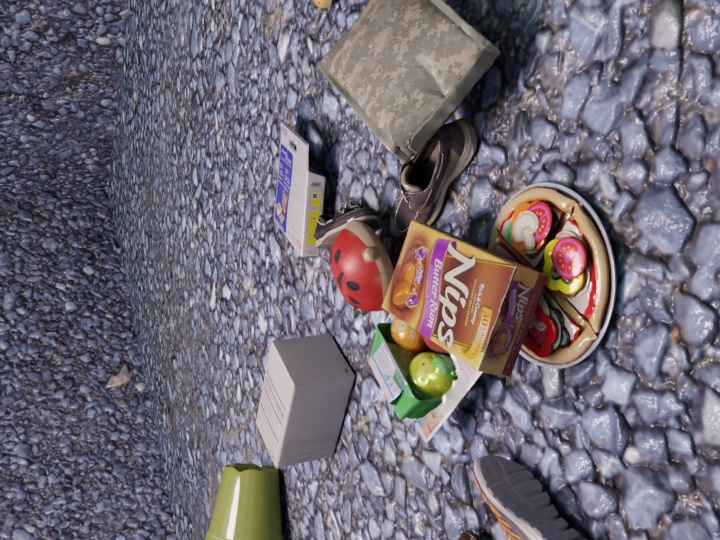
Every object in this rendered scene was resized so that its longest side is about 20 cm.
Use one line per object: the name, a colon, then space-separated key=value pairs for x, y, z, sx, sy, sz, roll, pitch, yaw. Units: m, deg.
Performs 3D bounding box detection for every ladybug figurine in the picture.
ladybug figurine: x=0.000 y=0.000 z=1.019 sx=0.137 sy=0.071 sz=0.200 roll=62 pitch=172 yaw=12

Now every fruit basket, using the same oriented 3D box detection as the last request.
fruit basket: x=0.088 y=0.091 z=0.915 sx=0.187 sy=0.092 sz=0.202 roll=61 pitch=140 yaw=37

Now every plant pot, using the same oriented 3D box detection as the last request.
plant pot: x=-0.247 y=0.529 z=1.538 sx=0.199 sy=0.197 sz=0.194 roll=-15 pitch=68 yaw=61

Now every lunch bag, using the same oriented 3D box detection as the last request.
lunch bag: x=0.064 y=-0.238 z=0.836 sx=0.164 sy=0.117 sz=0.201 roll=-47 pitch=46 yaw=17

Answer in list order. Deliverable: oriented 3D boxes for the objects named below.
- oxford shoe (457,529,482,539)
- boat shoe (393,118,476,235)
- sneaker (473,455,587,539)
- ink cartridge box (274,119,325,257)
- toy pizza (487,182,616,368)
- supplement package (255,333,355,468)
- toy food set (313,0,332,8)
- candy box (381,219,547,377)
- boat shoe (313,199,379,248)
oxford shoe: x=0.136 y=0.436 z=0.883 sx=0.072 sy=0.083 sz=0.204 roll=-11 pitch=82 yaw=63
boat shoe: x=0.081 y=-0.119 z=0.922 sx=0.201 sy=0.064 sz=0.073 roll=-57 pitch=46 yaw=49
sneaker: x=0.181 y=0.309 z=0.785 sx=0.200 sy=0.076 sz=0.114 roll=50 pitch=135 yaw=48
ink cartridge box: x=-0.112 y=-0.154 z=1.285 sx=0.198 sy=0.046 sz=0.203 roll=-130 pitch=45 yaw=-59
toy pizza: x=0.194 y=0.006 z=0.764 sx=0.199 sy=0.031 sz=0.204 roll=16 pitch=108 yaw=60
supplement package: x=-0.103 y=0.233 z=1.260 sx=0.120 sy=0.119 sz=0.203 roll=53 pitch=138 yaw=45
toy food set: x=-0.071 y=-0.525 z=1.095 sx=0.200 sy=0.048 sz=0.201 roll=-127 pitch=20 yaw=-80
candy box: x=0.111 y=0.025 z=0.803 sx=0.199 sy=0.056 sz=0.119 roll=30 pitch=103 yaw=55
boat shoe: x=-0.029 y=-0.081 z=1.129 sx=0.200 sy=0.071 sz=0.064 roll=158 pitch=109 yaw=-66
